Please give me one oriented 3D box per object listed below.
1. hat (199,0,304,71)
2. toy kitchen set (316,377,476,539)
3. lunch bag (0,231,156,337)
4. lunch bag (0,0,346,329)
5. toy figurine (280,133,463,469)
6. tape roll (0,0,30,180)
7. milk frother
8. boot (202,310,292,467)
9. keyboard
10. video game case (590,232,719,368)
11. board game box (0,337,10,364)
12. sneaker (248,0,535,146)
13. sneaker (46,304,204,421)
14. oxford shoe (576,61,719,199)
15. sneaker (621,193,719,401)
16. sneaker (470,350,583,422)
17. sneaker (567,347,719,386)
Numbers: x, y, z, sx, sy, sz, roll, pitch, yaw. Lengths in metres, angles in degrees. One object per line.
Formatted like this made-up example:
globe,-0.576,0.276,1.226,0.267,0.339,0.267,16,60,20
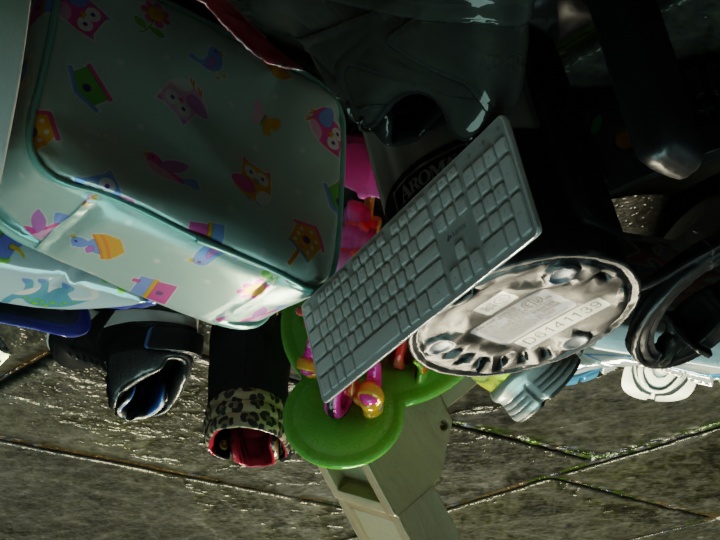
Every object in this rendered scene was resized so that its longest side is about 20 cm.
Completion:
hat,-0.114,-0.194,0.515,0.176,0.166,0.200,-18,138,-42
toy kitchen set,0.054,0.123,1.031,0.200,0.181,0.163,-36,-160,-27
lunch bag,-0.230,-0.033,0.827,0.170,0.128,0.200,14,171,-30
lunch bag,-0.099,-0.066,0.714,0.200,0.160,0.077,25,140,-33
toy figurine,0.000,0.000,0.859,0.150,0.200,0.184,15,146,17
tape roll,-0.238,-0.088,0.601,0.139,0.203,0.203,9,153,-23
milk frother,0.107,-0.047,0.714,0.180,0.188,0.200,-22,149,17
boot,-0.082,0.076,1.021,0.073,0.151,0.200,1,156,-3
keyboard,0.021,0.002,0.620,0.011,0.056,0.200,5,153,-28
video game case,0.227,0.019,0.844,0.200,0.182,0.023,9,110,-5
board game box,-0.329,-0.001,0.910,0.023,0.105,0.200,-46,147,1
sneaker,0.005,-0.108,0.628,0.076,0.091,0.200,-8,-163,-31
sneaker,-0.197,0.072,1.053,0.073,0.112,0.200,18,149,-34
oxford shoe,0.154,-0.067,0.826,0.200,0.073,0.084,-8,163,21
sneaker,0.241,0.009,1.001,0.076,0.081,0.200,16,134,-1
sneaker,0.082,0.002,0.796,0.090,0.200,0.078,35,113,-12
sneaker,0.184,0.036,0.918,0.200,0.075,0.087,-1,162,6
